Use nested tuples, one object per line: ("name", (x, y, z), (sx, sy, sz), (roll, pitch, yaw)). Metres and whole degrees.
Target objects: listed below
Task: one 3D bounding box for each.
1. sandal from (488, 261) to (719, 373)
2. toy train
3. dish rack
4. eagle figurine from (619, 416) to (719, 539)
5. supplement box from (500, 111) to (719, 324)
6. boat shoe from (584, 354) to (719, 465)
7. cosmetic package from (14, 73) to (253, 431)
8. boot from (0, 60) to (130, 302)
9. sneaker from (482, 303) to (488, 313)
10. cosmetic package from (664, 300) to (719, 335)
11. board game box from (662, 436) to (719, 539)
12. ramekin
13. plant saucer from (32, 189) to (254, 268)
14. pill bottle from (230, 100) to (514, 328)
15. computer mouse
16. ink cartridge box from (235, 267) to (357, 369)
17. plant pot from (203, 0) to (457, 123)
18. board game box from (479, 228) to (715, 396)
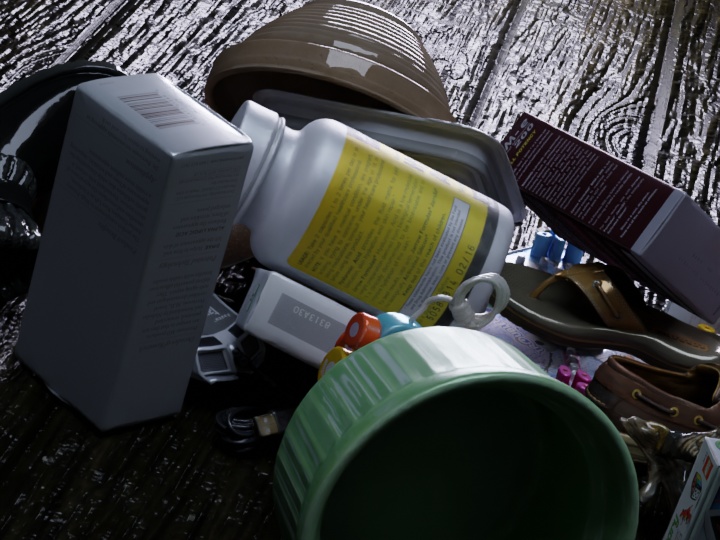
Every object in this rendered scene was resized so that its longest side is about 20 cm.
("sandal", (0.187, 0.026, 1.612), (0.200, 0.054, 0.080), (18, 26, 2))
("toy train", (0.045, 0.092, 1.344), (0.150, 0.200, 0.056), (-19, 28, -14))
("dish rack", (0.018, -0.070, 1.663), (0.200, 0.044, 0.172), (13, -18, 18))
("eagle figurine", (0.273, 0.103, 1.402), (0.200, 0.151, 0.152), (-14, 10, 30))
("supplement box", (0.193, -0.042, 1.655), (0.109, 0.061, 0.200), (39, -3, -39))
("boat shoe", (0.250, 0.102, 1.538), (0.200, 0.068, 0.072), (9, 19, -16))
("cosmetic package", (-0.144, -0.011, 1.380), (0.074, 0.200, 0.102), (-11, 38, -44))
("boot", (-0.230, -0.057, 1.505), (0.211, 0.080, 0.158), (-26, 33, -9))
("sneaker", (0.000, 0.000, 1.605), (0.200, 0.077, 0.082), (20, 32, 32))
("cosmetic package", (0.351, 0.047, 1.701), (0.113, 0.081, 0.200), (-8, 37, -40))
("board game box", (0.286, 0.176, 1.356), (0.199, 0.126, 0.035), (10, 29, -14))
("ramekin", (0.047, 0.129, 1.235), (0.199, 0.201, 0.098), (6, 20, -22))
("plant saucer", (-0.145, -0.060, 1.606), (0.200, 0.037, 0.201), (0, 31, 0))
("pill bottle", (-0.006, -0.035, 1.487), (0.200, 0.111, 0.111), (26, 24, -11))
("computer mouse", (-0.103, 0.052, 1.465), (0.200, 0.044, 0.110), (39, 38, 27))
("ink cartridge box", (-0.006, 0.052, 1.471), (0.161, 0.050, 0.200), (27, -3, -7))
("plant pot", (-0.013, -0.146, 1.686), (0.200, 0.093, 0.201), (15, -19, 5))
("board game box", (0.158, 0.034, 1.671), (0.200, 0.026, 0.200), (-12, 39, -45))
